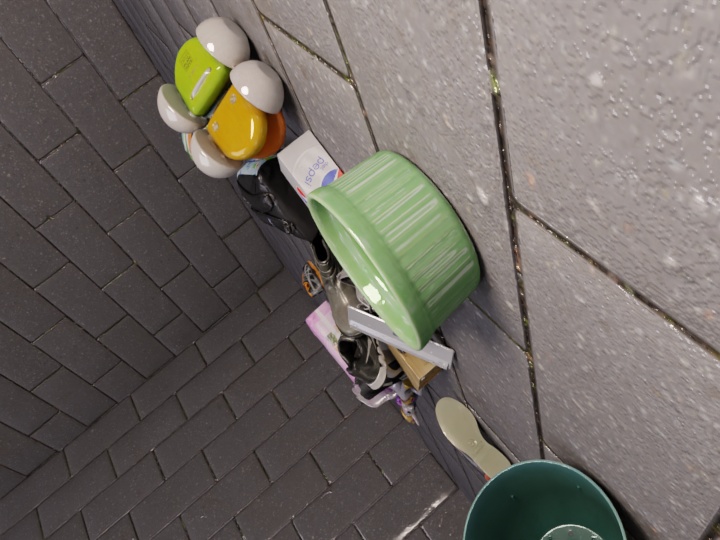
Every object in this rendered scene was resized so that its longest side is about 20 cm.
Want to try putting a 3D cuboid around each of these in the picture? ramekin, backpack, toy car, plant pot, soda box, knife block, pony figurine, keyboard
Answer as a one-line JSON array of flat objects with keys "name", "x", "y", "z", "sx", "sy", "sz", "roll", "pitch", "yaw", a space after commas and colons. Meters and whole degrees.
[{"name": "ramekin", "x": 0.038, "y": -0.026, "z": 0.639, "sx": 0.202, "sy": 0.097, "sz": 0.200, "roll": 52, "pitch": 171, "yaw": 11}, {"name": "backpack", "x": -0.155, "y": -0.151, "z": 1.128, "sx": 0.197, "sy": 0.155, "sz": 0.164, "roll": 0, "pitch": 136, "yaw": 52}, {"name": "toy car", "x": -0.187, "y": -0.251, "z": 0.886, "sx": 0.201, "sy": 0.175, "sz": 0.149, "roll": 51, "pitch": -152, "yaw": 11}, {"name": "plant pot", "x": 0.249, "y": 0.365, "z": 0.755, "sx": 0.161, "sy": 0.201, "sz": 0.200, "roll": 43, "pitch": 180, "yaw": -44}, {"name": "soda box", "x": -0.040, "y": -0.100, "z": 0.882, "sx": 0.202, "sy": 0.063, "sz": 0.068, "roll": 53, "pitch": 171, "yaw": 7}, {"name": "knife block", "x": 0.080, "y": 0.125, "z": 1.127, "sx": 0.177, "sy": 0.063, "sz": 0.201, "roll": 52, "pitch": 172, "yaw": 18}, {"name": "pony figurine", "x": 0.087, "y": 0.292, "z": 1.549, "sx": 0.192, "sy": 0.165, "sz": 0.203, "roll": 38, "pitch": 149, "yaw": 33}, {"name": "keyboard", "x": 0.065, "y": 0.112, "z": 1.013, "sx": 0.195, "sy": 0.011, "sz": 0.057, "roll": 22, "pitch": 139, "yaw": 17}]

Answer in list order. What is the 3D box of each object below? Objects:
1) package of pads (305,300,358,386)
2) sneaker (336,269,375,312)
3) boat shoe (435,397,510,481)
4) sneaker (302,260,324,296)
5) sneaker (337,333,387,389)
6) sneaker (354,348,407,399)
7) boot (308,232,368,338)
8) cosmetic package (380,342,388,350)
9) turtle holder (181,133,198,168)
[{"name": "package of pads", "x": -0.033, "y": 0.170, "z": 1.344, "sx": 0.201, "sy": 0.075, "sz": 0.121, "roll": 48, "pitch": 172, "yaw": 14}, {"name": "sneaker", "x": 0.034, "y": 0.049, "z": 1.009, "sx": 0.200, "sy": 0.081, "sz": 0.075, "roll": 46, "pitch": 170, "yaw": 41}, {"name": "boat shoe", "x": 0.223, "y": 0.341, "z": 1.196, "sx": 0.200, "sy": 0.071, "sz": 0.063, "roll": 46, "pitch": 172, "yaw": 23}, {"name": "sneaker", "x": -0.172, "y": 0.029, "z": 2.083, "sx": 0.079, "sy": 0.077, "sz": 0.200, "roll": 54, "pitch": 173, "yaw": -25}, {"name": "sneaker", "x": -0.006, "y": 0.123, "z": 1.138, "sx": 0.089, "sy": 0.066, "sz": 0.204, "roll": 23, "pitch": -141, "yaw": -34}, {"name": "sneaker", "x": 0.050, "y": 0.209, "z": 1.240, "sx": 0.074, "sy": 0.111, "sz": 0.199, "roll": 56, "pitch": -159, "yaw": 19}, {"name": "boot", "x": -0.050, "y": 0.020, "z": 1.107, "sx": 0.202, "sy": 0.066, "sz": 0.132, "roll": 64, "pitch": -179, "yaw": 42}, {"name": "cosmetic package", "x": 0.009, "y": 0.097, "z": 1.355, "sx": 0.114, "sy": 0.080, "sz": 0.200, "roll": 57, "pitch": 172, "yaw": -24}, {"name": "turtle holder", "x": -0.423, "y": -0.392, "z": 1.666, "sx": 0.137, "sy": 0.189, "sz": 0.133, "roll": 11, "pitch": 153, "yaw": 24}]
